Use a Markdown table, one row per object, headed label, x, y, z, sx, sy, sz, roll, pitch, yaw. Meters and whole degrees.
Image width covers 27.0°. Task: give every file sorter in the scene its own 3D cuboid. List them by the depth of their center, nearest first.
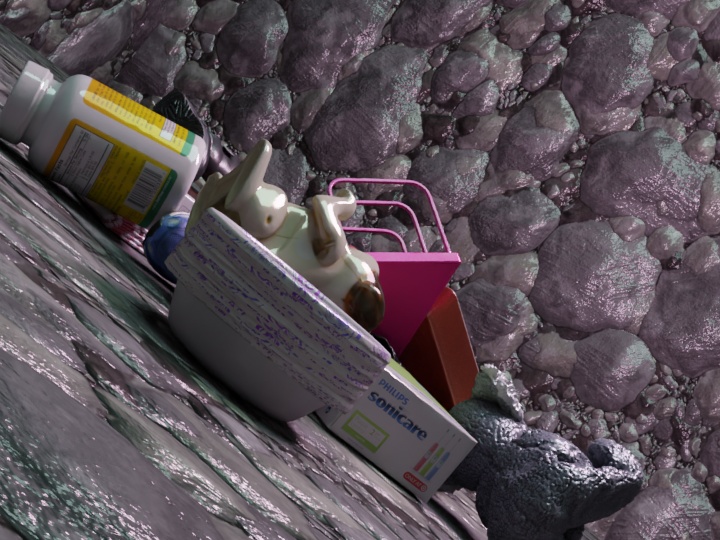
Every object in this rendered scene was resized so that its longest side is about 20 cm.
| label | x | y | z | sx | sy | sz | roll | pitch | yaw |
| --- | --- | --- | --- | --- | --- | --- | --- | --- | --- |
| file sorter | 0.000 | 0.000 | 1.715 | 0.138 | 0.200 | 0.126 | 0 | 54 | -25 |

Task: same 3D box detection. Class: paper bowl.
| label | x | y | z | sx | sy | sz | roll | pitch | yaw |
| --- | --- | --- | --- | --- | --- | --- | --- | --- | --- |
| paper bowl | -0.080 | 0.047 | 1.251 | 0.200 | 0.104 | 0.201 | 40 | 1 | -1 |

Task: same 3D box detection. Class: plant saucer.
| label | x | y | z | sx | sy | sz | roll | pitch | yaw |
| --- | --- | --- | --- | --- | --- | --- | --- | --- | --- |
| plant saucer | 0.078 | 0.094 | 1.822 | 0.199 | 0.037 | 0.201 | 29 | -40 | 60 |

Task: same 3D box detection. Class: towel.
| label | x | y | z | sx | sy | sz | roll | pitch | yaw |
| --- | --- | --- | --- | --- | --- | --- | --- | --- | --- |
| towel | -0.237 | -0.042 | 1.666 | 0.200 | 0.030 | 0.146 | 39 | 0 | -40 |

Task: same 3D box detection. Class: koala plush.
| label | x | y | z | sx | sy | sz | roll | pitch | yaw |
| --- | --- | --- | --- | --- | --- | --- | --- | --- | --- |
| koala plush | 0.157 | 0.206 | 1.566 | 0.200 | 0.178 | 0.184 | 45 | 13 | 30 |

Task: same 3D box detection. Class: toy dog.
| label | x | y | z | sx | sy | sz | roll | pitch | yaw |
| --- | --- | --- | --- | --- | --- | --- | --- | --- | --- |
| toy dog | -0.063 | -0.003 | 1.457 | 0.200 | 0.195 | 0.139 | 31 | -40 | -21 |

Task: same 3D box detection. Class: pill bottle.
| label | x | y | z | sx | sy | sz | roll | pitch | yaw |
| --- | --- | --- | --- | --- | --- | --- | --- | --- | --- |
| pill bottle | -0.270 | -0.131 | 1.537 | 0.199 | 0.113 | 0.113 | 27 | 4 | -14 |

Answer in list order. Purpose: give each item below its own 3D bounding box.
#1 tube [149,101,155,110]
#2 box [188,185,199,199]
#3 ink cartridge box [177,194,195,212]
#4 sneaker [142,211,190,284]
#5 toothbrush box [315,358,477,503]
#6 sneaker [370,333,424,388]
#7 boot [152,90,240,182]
| label | x | y | z | sx | sy | sz | roll | pitch | yaw |
| --- | --- | --- | --- | --- | --- | --- | --- | --- | --- |
| tube | -0.270 | -0.143 | 1.928 | 0.058 | 0.052 | 0.200 | 25 | -26 | -9 |
| box | -0.229 | -0.070 | 1.852 | 0.200 | 0.082 | 0.068 | 41 | -1 | -23 |
| ink cartridge box | -0.176 | -0.041 | 1.716 | 0.200 | 0.050 | 0.109 | 38 | -1 | -42 |
| sneaker | -0.136 | 0.014 | 1.528 | 0.200 | 0.079 | 0.089 | 40 | -2 | -28 |
| toothbrush box | 0.011 | 0.132 | 1.552 | 0.146 | 0.086 | 0.200 | 40 | 0 | -27 |
| sneaker | 0.020 | 0.119 | 1.703 | 0.200 | 0.078 | 0.070 | 24 | 39 | -35 |
| boot | -0.168 | -0.104 | 1.816 | 0.200 | 0.065 | 0.165 | 54 | 14 | -39 |
